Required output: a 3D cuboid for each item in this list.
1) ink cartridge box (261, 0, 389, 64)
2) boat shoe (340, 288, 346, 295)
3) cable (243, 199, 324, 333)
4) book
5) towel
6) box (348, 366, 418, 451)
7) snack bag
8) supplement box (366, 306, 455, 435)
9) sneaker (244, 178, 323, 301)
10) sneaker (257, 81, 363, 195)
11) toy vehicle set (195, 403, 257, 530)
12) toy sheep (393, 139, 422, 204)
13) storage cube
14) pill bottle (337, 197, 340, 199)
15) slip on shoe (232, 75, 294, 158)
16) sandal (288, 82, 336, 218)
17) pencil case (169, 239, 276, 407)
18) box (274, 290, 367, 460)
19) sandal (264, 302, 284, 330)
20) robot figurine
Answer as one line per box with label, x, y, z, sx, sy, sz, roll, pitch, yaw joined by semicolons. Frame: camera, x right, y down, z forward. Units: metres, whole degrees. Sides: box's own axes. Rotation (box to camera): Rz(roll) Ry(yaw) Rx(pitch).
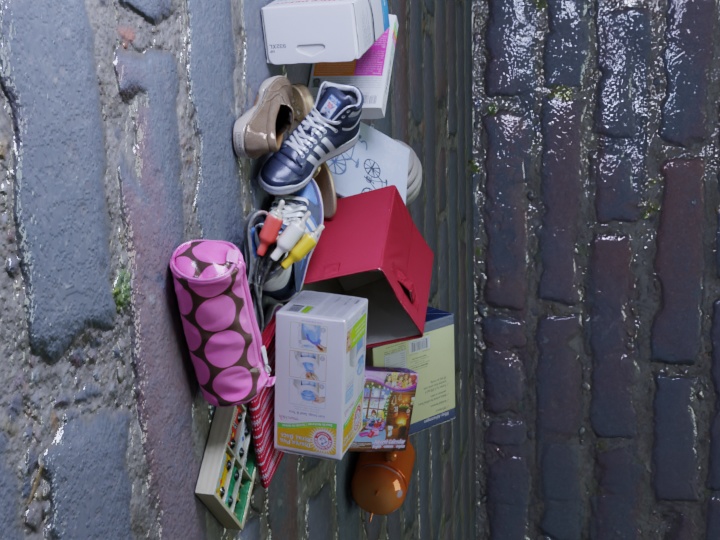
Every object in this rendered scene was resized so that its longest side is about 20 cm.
ink cartridge box;-0.048;-0.378;1.472;0.201;0.142;0.085;-61;148;-60
boat shoe;-0.034;0.060;1.701;0.201;0.073;0.077;-70;156;-52
cable;-0.131;0.002;1.288;0.202;0.096;0.050;-63;-160;-7
book;-0.013;-0.342;1.637;0.048;0.131;0.203;68;28;-57
towel;-0.122;0.178;1.365;0.145;0.022;0.203;-61;150;-61
box;0.000;0.230;1.636;0.197;0.039;0.139;6;96;-34
snack bag;0.002;-0.179;1.650;0.021;0.198;0.191;-40;-146;43
supplement box;0.059;0.182;1.779;0.198;0.133;0.203;-13;108;-36
sneaker;-0.109;-0.063;1.386;0.147;0.079;0.204;57;42;-72
sneaker;-0.069;-0.195;1.400;0.200;0.070;0.109;-40;160;-33
toy vehicle set;-0.164;0.225;1.302;0.125;0.026;0.203;70;25;-55
toy sheep;0.058;-0.186;1.924;0.200;0.135;0.140;60;34;-63
storage cube;0.000;0.000;1.565;0.172;0.197;0.182;56;34;-39
pill bottle;-0.004;-0.132;1.711;0.121;0.117;0.202;76;22;-45
slip on shoe;-0.119;-0.217;1.375;0.201;0.059;0.077;-64;151;-59
sandal;-0.098;-0.172;1.497;0.069;0.077;0.215;-27;114;-38
pencil case;-0.163;0.062;1.168;0.091;0.092;0.203;-69;155;-52
box;-0.055;0.144;1.362;0.112;0.100;0.204;-40;135;-68
sandal;-0.100;0.121;1.497;0.204;0.049;0.083;73;23;-49
robot figurine;0.045;0.402;1.950;0.117;0.143;0.201;52;30;-19
